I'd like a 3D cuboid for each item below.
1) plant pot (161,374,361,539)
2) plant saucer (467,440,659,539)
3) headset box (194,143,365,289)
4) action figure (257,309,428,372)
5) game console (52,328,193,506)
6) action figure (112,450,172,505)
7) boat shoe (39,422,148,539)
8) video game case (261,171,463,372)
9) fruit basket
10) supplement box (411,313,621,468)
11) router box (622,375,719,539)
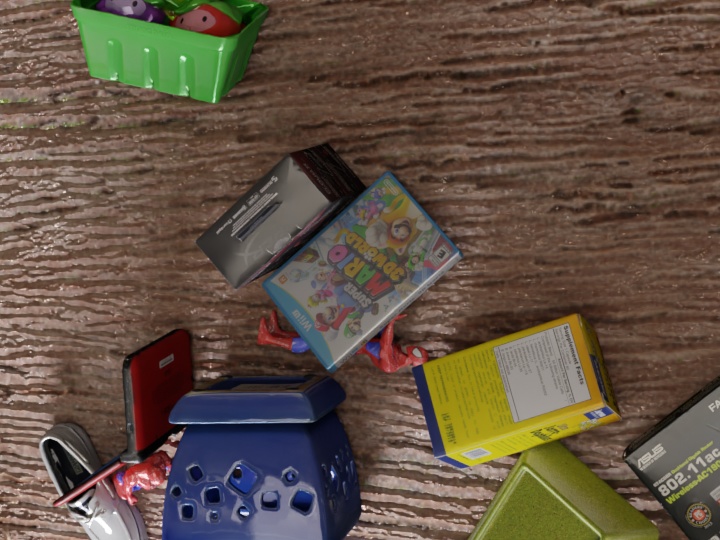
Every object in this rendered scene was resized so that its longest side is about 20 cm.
[{"bbox_3d":[-0.112,0.217,1.714,0.199,0.200,0.180,-1,93,12],"label":"plant pot"},{"bbox_3d":[0.207,0.312,1.679,0.200,0.048,0.200,41,107,38],"label":"plant saucer"},{"bbox_3d":[-0.089,-0.062,1.662,0.149,0.200,0.075,-42,88,16],"label":"headset box"},{"bbox_3d":[-0.013,0.060,1.732,0.199,0.065,0.099,14,105,11],"label":"action figure"},{"bbox_3d":[-0.277,0.167,1.736,0.118,0.200,0.173,-2,98,12],"label":"game console"},{"bbox_3d":[-0.251,0.242,1.744,0.065,0.200,0.052,-27,86,-17],"label":"action figure"},{"bbox_3d":[-0.336,0.284,1.836,0.073,0.065,0.200,-35,89,15],"label":"boat shoe"},{"bbox_3d":[0.000,0.000,1.695,0.200,0.018,0.143,-42,62,4],"label":"video game case"},{"bbox_3d":[-0.210,-0.314,1.690,0.215,0.156,0.216,7,117,14],"label":"fruit basket"},{"bbox_3d":[0.175,0.138,1.665,0.199,0.110,0.109,-19,71,15],"label":"supplement box"},{"bbox_3d":[0.416,0.203,1.659,0.200,0.062,0.150,-41,87,15],"label":"router box"}]
